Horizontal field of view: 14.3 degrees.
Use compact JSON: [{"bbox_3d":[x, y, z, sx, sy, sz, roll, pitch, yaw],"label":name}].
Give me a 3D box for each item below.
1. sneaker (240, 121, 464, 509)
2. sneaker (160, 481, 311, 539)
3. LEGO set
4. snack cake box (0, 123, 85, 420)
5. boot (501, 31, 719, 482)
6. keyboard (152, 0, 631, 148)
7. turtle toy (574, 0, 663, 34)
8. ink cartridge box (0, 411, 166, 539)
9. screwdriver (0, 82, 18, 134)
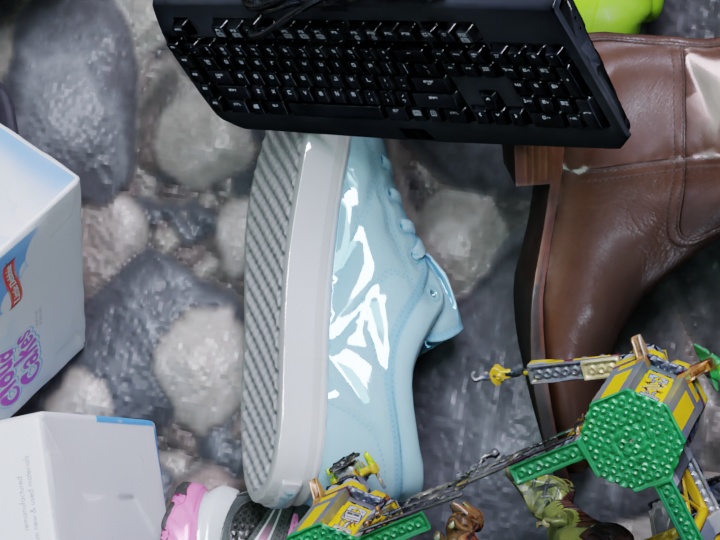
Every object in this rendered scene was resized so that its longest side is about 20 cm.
[{"bbox_3d":[0.000,0.000,1.144,0.081,0.074,0.202,10,76,-20],"label":"sneaker"},{"bbox_3d":[-0.025,0.179,1.122,0.086,0.080,0.202,-8,88,7],"label":"sneaker"},{"bbox_3d":[0.078,0.102,1.069,0.199,0.116,0.154,-34,96,26],"label":"LEGO set"},{"bbox_3d":[-0.208,-0.034,1.172,0.199,0.115,0.067,33,56,19],"label":"snack cake box"},{"bbox_3d":[0.157,-0.011,1.087,0.198,0.064,0.188,-6,116,-3],"label":"boot"},{"bbox_3d":[-0.004,-0.077,1.036,0.199,0.104,0.040,4,46,41],"label":"keyboard"},{"bbox_3d":[0.029,-0.146,1.099,0.101,0.146,0.200,-45,104,1],"label":"turtle toy"},{"bbox_3d":[-0.190,0.108,1.160,0.199,0.116,0.068,-11,82,18],"label":"ink cartridge box"},{"bbox_3d":[-0.173,-0.115,1.224,0.029,0.028,0.201,-28,72,44],"label":"screwdriver"}]
